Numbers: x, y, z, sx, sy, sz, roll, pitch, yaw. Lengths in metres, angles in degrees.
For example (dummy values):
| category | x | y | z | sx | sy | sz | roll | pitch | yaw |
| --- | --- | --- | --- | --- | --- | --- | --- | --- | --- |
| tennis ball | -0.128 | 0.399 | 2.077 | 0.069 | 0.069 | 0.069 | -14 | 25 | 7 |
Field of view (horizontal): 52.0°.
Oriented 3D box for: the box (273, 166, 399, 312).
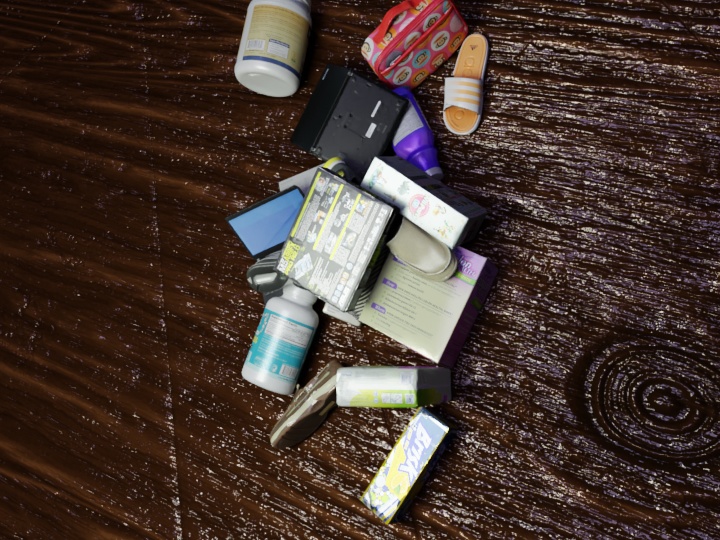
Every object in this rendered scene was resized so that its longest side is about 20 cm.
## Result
| category | x | y | z | sx | sy | sz | roll | pitch | yaw |
| --- | --- | --- | --- | --- | --- | --- | --- | --- | --- |
| box | -0.043 | -0.054 | 1.281 | 0.158 | 0.044 | 0.203 | 29 | 102 | 18 |

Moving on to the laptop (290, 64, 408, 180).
| category | x | y | z | sx | sy | sz | roll | pitch | yaw |
| --- | --- | --- | --- | --- | --- | --- | --- | --- | --- |
| laptop | -0.027 | -0.294 | 1.464 | 0.198 | 0.103 | 0.180 | 28 | 96 | 4 |

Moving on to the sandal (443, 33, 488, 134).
| category | x | y | z | sx | sy | sz | roll | pitch | yaw |
| --- | --- | --- | --- | --- | --- | --- | --- | --- | --- |
| sandal | 0.198 | -0.368 | 1.424 | 0.078 | 0.059 | 0.211 | 5 | 80 | 25 |

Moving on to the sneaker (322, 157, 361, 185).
| category | x | y | z | sx | sy | sz | roll | pitch | yaw |
| --- | --- | --- | --- | --- | --- | --- | --- | --- | --- |
| sneaker | -0.041 | -0.106 | 1.395 | 0.084 | 0.073 | 0.204 | 33 | 130 | 46 |

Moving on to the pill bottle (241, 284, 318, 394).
| category | x | y | z | sx | sy | sz | roll | pitch | yaw |
| --- | --- | --- | --- | --- | --- | --- | --- | --- | --- |
| pill bottle | -0.148 | 0.129 | 1.432 | 0.109 | 0.111 | 0.203 | 18 | 85 | 26 |

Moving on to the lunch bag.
| category | x | y | z | sx | sy | sz | roll | pitch | yaw |
| --- | --- | --- | --- | --- | --- | --- | --- | --- | --- |
| lunch bag | 0.101 | -0.450 | 1.421 | 0.199 | 0.176 | 0.082 | -42 | 62 | 11 |

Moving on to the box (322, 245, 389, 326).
| category | x | y | z | sx | sy | sz | roll | pitch | yaw |
| --- | --- | --- | --- | --- | --- | --- | --- | --- | --- |
| box | 0.000 | 0.000 | 1.411 | 0.081 | 0.068 | 0.204 | 19 | 87 | 5 |

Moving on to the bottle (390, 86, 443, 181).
| category | x | y | z | sx | sy | sz | roll | pitch | yaw |
| --- | --- | --- | --- | --- | --- | --- | --- | --- | --- |
| bottle | 0.101 | -0.257 | 1.438 | 0.083 | 0.065 | 0.203 | -32 | 68 | 18 |

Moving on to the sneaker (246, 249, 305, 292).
| category | x | y | z | sx | sy | sz | roll | pitch | yaw |
| --- | --- | --- | --- | --- | --- | --- | --- | --- | --- |
| sneaker | -0.108 | -0.016 | 1.401 | 0.196 | 0.116 | 0.077 | -3 | 115 | 16 |

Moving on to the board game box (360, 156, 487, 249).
| category | x | y | z | sx | sy | sz | roll | pitch | yaw |
| --- | --- | --- | --- | --- | --- | --- | --- | --- | --- |
| board game box | 0.116 | -0.126 | 1.314 | 0.198 | 0.147 | 0.065 | 34 | 110 | 15 |

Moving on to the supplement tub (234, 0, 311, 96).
| category | x | y | z | sx | sy | sz | roll | pitch | yaw |
| --- | --- | --- | --- | --- | --- | --- | --- | --- | --- |
| supplement tub | -0.181 | -0.491 | 1.572 | 0.142 | 0.144 | 0.204 | 8 | 81 | 25 |

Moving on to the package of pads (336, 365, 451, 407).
| category | x | y | z | sx | sy | sz | roll | pitch | yaw |
| --- | --- | --- | --- | --- | --- | --- | --- | --- | --- |
| package of pads | 0.058 | 0.199 | 1.275 | 0.152 | 0.199 | 0.070 | -3 | 81 | 23 |

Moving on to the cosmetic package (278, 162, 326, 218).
| category | x | y | z | sx | sy | sz | roll | pitch | yaw |
| --- | --- | --- | --- | --- | --- | --- | --- | --- | --- |
| cosmetic package | -0.065 | -0.170 | 1.497 | 0.197 | 0.051 | 0.084 | -19 | 69 | 18 |

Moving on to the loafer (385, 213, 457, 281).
| category | x | y | z | sx | sy | sz | roll | pitch | yaw |
| --- | --- | --- | --- | --- | --- | --- | --- | --- | --- |
| loafer | 0.081 | -0.050 | 1.289 | 0.199 | 0.068 | 0.076 | 35 | 93 | 26 |

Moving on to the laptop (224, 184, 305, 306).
| category | x | y | z | sx | sy | sz | roll | pitch | yaw |
| --- | --- | --- | --- | --- | --- | --- | --- | --- | --- |
| laptop | -0.155 | -0.034 | 1.477 | 0.175 | 0.103 | 0.204 | -22 | 70 | 18 |

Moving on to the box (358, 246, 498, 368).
| category | x | y | z | sx | sy | sz | roll | pitch | yaw |
| --- | --- | --- | --- | --- | --- | --- | --- | --- | --- |
| box | 0.124 | 0.044 | 1.341 | 0.174 | 0.096 | 0.203 | 25 | 89 | 27 |

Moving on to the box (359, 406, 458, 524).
| category | x | y | z | sx | sy | sz | roll | pitch | yaw |
| --- | --- | --- | --- | --- | --- | --- | --- | --- | --- |
| box | 0.087 | 0.342 | 1.305 | 0.070 | 0.064 | 0.202 | 34 | 93 | 26 |

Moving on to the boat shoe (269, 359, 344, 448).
| category | x | y | z | sx | sy | sz | roll | pitch | yaw |
| --- | --- | --- | --- | --- | --- | --- | --- | --- | --- |
| boat shoe | -0.099 | 0.253 | 1.412 | 0.202 | 0.075 | 0.075 | -41 | 52 | 3 |
